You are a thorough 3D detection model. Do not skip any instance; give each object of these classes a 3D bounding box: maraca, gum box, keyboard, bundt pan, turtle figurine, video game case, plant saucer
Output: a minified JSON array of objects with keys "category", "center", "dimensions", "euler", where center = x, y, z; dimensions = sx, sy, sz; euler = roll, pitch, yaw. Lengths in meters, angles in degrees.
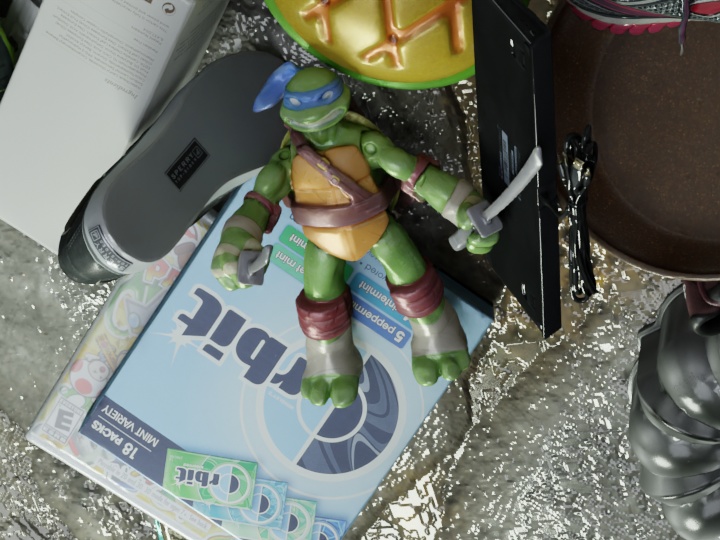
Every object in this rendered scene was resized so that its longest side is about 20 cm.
[{"category":"maraca","center":[-0.002,-0.178,1.343],"dimensions":[0.199,0.107,0.138],"euler":[27,102,-1]},{"category":"gum box","center":[-0.044,0.058,1.493],"dimensions":[0.169,0.045,0.201],"euler":[34,102,-5]},{"category":"keyboard","center":[0.094,-0.047,1.310],"dimensions":[0.020,0.127,0.201],"euler":[-20,133,-14]},{"category":"bundt pan","center":[0.244,0.097,1.439],"dimensions":[0.200,0.076,0.203],"euler":[10,123,15]},{"category":"turtle figurine","center":[0.000,0.000,1.363],"dimensions":[0.200,0.144,0.195],"euler":[35,151,43]},{"category":"video game case","center":[-0.076,0.079,1.533],"dimensions":[0.199,0.023,0.183],"euler":[32,101,-4]},{"category":"plant saucer","center":[0.189,-0.091,1.319],"dimensions":[0.199,0.037,0.202],"euler":[-4,80,20]}]

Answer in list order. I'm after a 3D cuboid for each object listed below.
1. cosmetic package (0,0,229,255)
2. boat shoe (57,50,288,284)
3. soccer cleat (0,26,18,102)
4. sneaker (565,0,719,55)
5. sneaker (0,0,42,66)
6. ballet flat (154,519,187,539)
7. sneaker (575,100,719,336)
[{"category":"cosmetic package","center":[-0.143,-0.117,1.439],"dimensions":[0.084,0.108,0.201],"euler":[31,124,1]},{"category":"boat shoe","center":[-0.102,-0.059,1.405],"dimensions":[0.056,0.200,0.069],"euler":[-27,103,43]},{"category":"soccer cleat","center":[-0.257,-0.099,1.468],"dimensions":[0.068,0.081,0.200],"euler":[50,149,-2]},{"category":"sneaker","center":[0.189,-0.155,1.272],"dimensions":[0.198,0.075,0.081],"euler":[-3,79,20]},{"category":"sneaker","center":[-0.187,-0.208,1.422],"dimensions":[0.080,0.074,0.201],"euler":[33,125,2]},{"category":"ballet flat","center":[-0.108,0.103,1.585],"dimensions":[0.075,0.068,0.201],"euler":[-6,114,18]},{"category":"sneaker","center":[0.167,-0.022,1.361],"dimensions":[0.198,0.116,0.076],"euler":[6,154,17]}]
